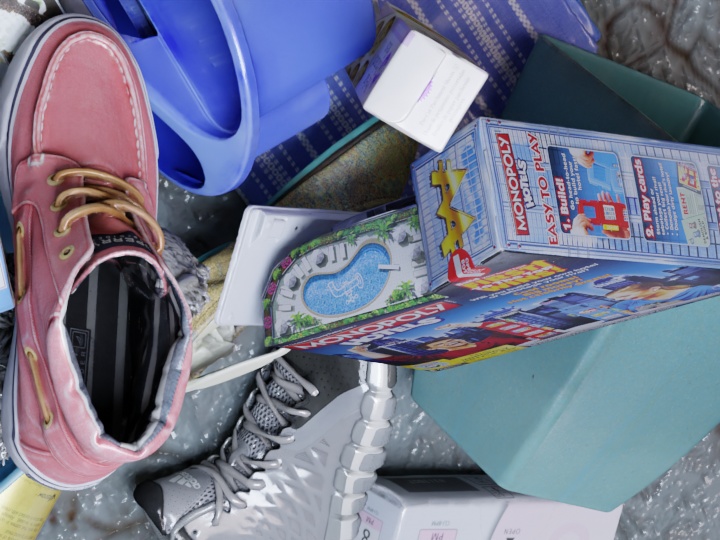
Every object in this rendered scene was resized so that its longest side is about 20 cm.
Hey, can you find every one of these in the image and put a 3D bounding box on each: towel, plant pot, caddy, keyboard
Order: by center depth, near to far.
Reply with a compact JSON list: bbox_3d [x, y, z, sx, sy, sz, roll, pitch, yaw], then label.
[{"bbox_3d":[-0.085,-0.131,1.260,0.105,0.141,0.200,-25,76,-27],"label":"caddy"},{"bbox_3d":[0.000,0.000,1.357,0.200,0.011,0.056,2,113,-55],"label":"keyboard"},{"bbox_3d":[0.017,-0.100,1.428,0.200,0.024,0.145,-42,123,-9],"label":"towel"},{"bbox_3d":[0.124,0.013,1.458,0.141,0.141,0.200,17,109,-44],"label":"plant pot"}]

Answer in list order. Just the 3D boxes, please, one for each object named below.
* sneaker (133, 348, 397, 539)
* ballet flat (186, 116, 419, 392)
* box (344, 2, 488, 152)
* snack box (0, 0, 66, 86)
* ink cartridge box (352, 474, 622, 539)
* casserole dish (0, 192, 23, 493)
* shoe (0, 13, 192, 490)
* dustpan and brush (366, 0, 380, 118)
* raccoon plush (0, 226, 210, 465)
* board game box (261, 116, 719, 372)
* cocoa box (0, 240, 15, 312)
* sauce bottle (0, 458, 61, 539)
[{"bbox_3d":[-0.053,0.091,1.428,0.115,0.075,0.200,-2,116,-25],"label":"sneaker"},{"bbox_3d":[-0.039,0.002,1.382,0.200,0.071,0.071,-36,124,6],"label":"ballet flat"},{"bbox_3d":[0.022,-0.087,1.264,0.039,0.200,0.041,30,97,-7],"label":"box"},{"bbox_3d":[-0.175,-0.138,1.244,0.037,0.116,0.200,-38,124,-12],"label":"snack box"},{"bbox_3d":[0.047,0.207,1.539,0.162,0.057,0.200,3,103,-41],"label":"ink cartridge box"},{"bbox_3d":[-0.174,0.033,1.321,0.200,0.039,0.121,-42,83,2],"label":"casserole dish"},{"bbox_3d":[-0.104,-0.014,1.163,0.071,0.091,0.200,6,77,-24],"label":"shoe"},{"bbox_3d":[-0.009,-0.170,1.358,0.139,0.057,0.200,-16,118,-19],"label":"dustpan and brush"},{"bbox_3d":[-0.138,0.056,1.275,0.134,0.097,0.200,5,119,-8],"label":"raccoon plush"},{"bbox_3d":[0.061,-0.012,1.280,0.200,0.200,0.062,14,64,-58],"label":"board game box"},{"bbox_3d":[-0.240,-0.057,1.182,0.133,0.200,0.131,-18,119,-16],"label":"cocoa box"},{"bbox_3d":[-0.191,0.128,1.371,0.066,0.066,0.200,29,92,-35],"label":"sauce bottle"}]
